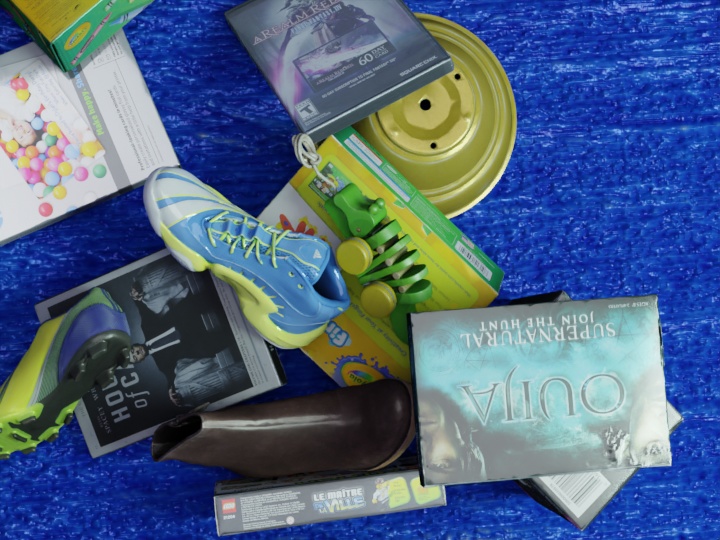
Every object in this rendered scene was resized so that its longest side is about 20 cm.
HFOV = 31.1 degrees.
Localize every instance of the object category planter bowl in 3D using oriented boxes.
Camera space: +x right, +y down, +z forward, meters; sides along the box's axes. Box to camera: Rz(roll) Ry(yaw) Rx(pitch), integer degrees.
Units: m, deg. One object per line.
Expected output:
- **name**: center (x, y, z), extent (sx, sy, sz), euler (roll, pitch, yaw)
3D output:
- **planter bowl**: center (0.054, -0.146, 1.187), extent (0.198, 0.083, 0.203), euler (0, 88, -5)

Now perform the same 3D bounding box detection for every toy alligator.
- **toy alligator**: center (0.011, -0.031, 1.065), extent (0.054, 0.059, 0.201), euler (-22, 101, 36)

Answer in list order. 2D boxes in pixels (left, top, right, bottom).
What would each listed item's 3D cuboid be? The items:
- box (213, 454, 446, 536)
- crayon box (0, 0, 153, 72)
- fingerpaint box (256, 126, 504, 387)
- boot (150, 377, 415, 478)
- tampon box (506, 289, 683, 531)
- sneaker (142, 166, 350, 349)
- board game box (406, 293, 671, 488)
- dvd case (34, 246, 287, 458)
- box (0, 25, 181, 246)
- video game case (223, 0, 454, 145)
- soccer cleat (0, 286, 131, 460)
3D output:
- **box**: center (-0.031, 0.197, 1.150), extent (0.198, 0.110, 0.035), euler (-7, 88, -5)
- **crayon box**: center (-0.230, -0.288, 1.154), extent (0.200, 0.058, 0.119), euler (-42, 75, -12)
- **fingerpaint box**: center (0.000, 0.000, 1.153), extent (0.200, 0.073, 0.167), euler (42, 109, -2)
- **boot**: center (-0.063, 0.136, 1.089), extent (0.165, 0.199, 0.073), euler (7, 66, -39)
- **tampon box**: center (0.160, 0.117, 1.127), extent (0.126, 0.200, 0.150), euler (-45, 91, -6)
- **sneaker**: center (-0.083, -0.023, 1.064), extent (0.200, 0.105, 0.076), euler (45, 42, -25)
- **board game box**: center (0.139, 0.093, 1.012), extent (0.198, 0.028, 0.137), euler (-5, 87, -5)
- **dvd case**: center (-0.179, 0.064, 1.148), extent (0.198, 0.025, 0.152), euler (-22, 89, 16)
- **box**: center (-0.284, -0.126, 1.175), extent (0.198, 0.041, 0.157), euler (-23, 89, -5)
- **video game case**: center (-0.024, -0.205, 1.152), extent (0.142, 0.019, 0.201), euler (-28, 50, -6)
- **soccer cleat**: center (-0.279, 0.093, 1.144), extent (0.200, 0.065, 0.084), euler (-39, 53, 19)
